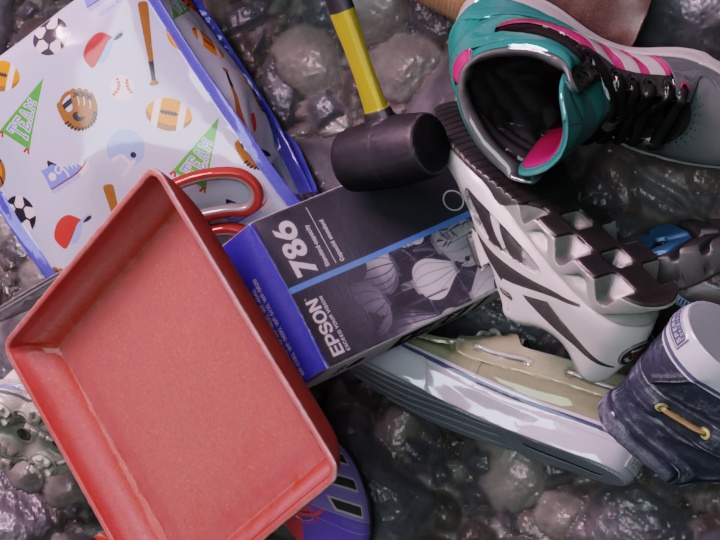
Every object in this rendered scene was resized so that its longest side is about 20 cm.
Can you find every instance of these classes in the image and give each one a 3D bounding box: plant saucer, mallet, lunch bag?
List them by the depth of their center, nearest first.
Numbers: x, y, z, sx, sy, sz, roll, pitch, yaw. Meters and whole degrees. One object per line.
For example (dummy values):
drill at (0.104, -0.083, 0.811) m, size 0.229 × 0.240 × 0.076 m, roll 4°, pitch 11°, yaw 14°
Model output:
mallet at (-0.015, -0.138, 0.921) m, size 0.066 × 0.041 × 0.200 m, roll -19°, pitch 99°, yaw 41°
plant saucer at (-0.106, 0.072, 0.927) m, size 0.200 × 0.037 × 0.200 m, roll -44°, pitch 73°, yaw 39°
lunch bag at (-0.137, -0.066, 1.026) m, size 0.170 × 0.124 × 0.200 m, roll -35°, pitch 85°, yaw 14°

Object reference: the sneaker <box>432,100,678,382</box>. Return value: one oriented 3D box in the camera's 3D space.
sneaker at (0.094, -0.017, 0.942) m, size 0.200 × 0.074 × 0.089 m, roll 54°, pitch 138°, yaw 33°

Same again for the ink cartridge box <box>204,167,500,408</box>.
ink cartridge box at (0.000, 0.000, 0.957) m, size 0.200 × 0.039 × 0.100 m, roll -25°, pitch 80°, yaw -27°

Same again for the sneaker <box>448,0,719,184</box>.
sneaker at (0.136, -0.091, 0.911) m, size 0.200 × 0.121 × 0.084 m, roll 21°, pitch 125°, yaw 6°

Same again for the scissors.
scissors at (-0.151, -0.014, 0.979) m, size 0.199 × 0.014 × 0.073 m, roll -11°, pitch 111°, yaw 9°

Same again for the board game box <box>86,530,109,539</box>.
board game box at (-0.100, 0.239, 0.988) m, size 0.200 × 0.165 × 0.057 m, roll 34°, pitch 111°, yaw 16°

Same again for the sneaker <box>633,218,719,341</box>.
sneaker at (0.255, -0.001, 0.926) m, size 0.199 × 0.073 × 0.082 m, roll -13°, pitch 108°, yaw 21°

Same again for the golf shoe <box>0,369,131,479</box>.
golf shoe at (-0.144, 0.105, 1.048) m, size 0.200 × 0.097 × 0.078 m, roll 25°, pitch 127°, yaw 6°

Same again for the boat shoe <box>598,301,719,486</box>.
boat shoe at (0.235, 0.094, 0.909) m, size 0.200 × 0.071 × 0.091 m, roll 29°, pitch 129°, yaw -13°

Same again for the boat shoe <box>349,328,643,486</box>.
boat shoe at (0.084, 0.069, 0.987) m, size 0.200 × 0.072 × 0.062 m, roll 21°, pitch 72°, yaw 15°

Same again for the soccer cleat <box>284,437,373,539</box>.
soccer cleat at (-0.052, 0.106, 0.995) m, size 0.068 × 0.073 × 0.200 m, roll -18°, pitch 109°, yaw 16°

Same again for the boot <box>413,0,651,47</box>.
boot at (0.114, -0.240, 0.981) m, size 0.166 × 0.072 × 0.201 m, roll 15°, pitch 93°, yaw 7°
